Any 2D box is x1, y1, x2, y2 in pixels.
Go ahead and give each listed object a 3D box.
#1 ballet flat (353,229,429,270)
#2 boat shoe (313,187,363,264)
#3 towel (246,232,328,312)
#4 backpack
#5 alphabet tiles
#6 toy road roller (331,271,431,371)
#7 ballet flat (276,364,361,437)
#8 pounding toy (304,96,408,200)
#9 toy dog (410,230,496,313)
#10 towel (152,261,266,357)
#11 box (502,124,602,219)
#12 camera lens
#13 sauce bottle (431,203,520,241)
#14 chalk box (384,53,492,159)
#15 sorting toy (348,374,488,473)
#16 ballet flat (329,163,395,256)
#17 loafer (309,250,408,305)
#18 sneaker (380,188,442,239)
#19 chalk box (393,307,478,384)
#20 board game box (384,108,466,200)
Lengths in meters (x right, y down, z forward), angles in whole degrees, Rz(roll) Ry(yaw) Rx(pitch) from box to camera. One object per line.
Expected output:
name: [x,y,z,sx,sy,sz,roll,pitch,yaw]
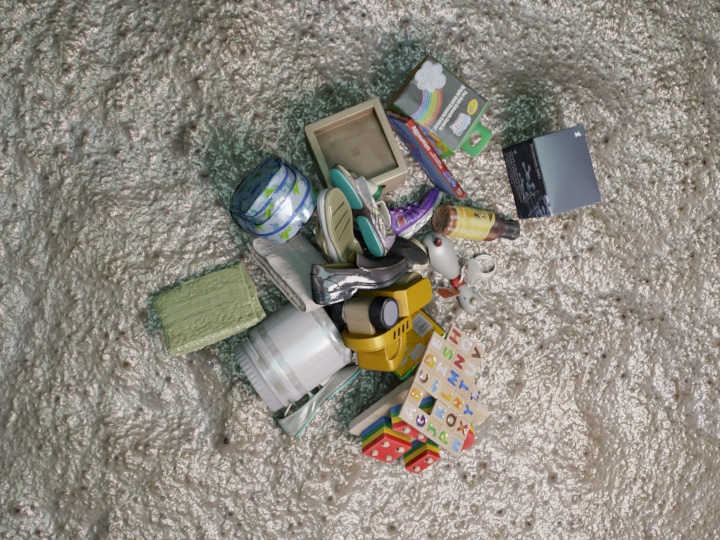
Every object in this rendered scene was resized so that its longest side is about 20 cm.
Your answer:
ballet flat: [0.039,-0.036,1.623,0.197,0.067,0.057,15,134,17]
boat shoe: [-0.052,-0.069,1.537,0.067,0.202,0.075,14,50,29]
towel: [-0.115,-0.004,1.584,0.200,0.131,0.035,45,129,26]
backpack: [-0.159,-0.129,1.552,0.163,0.200,0.154,-45,133,-3]
alphabet tiles: [0.161,0.211,1.527,0.167,0.007,0.202,37,67,-30]
toy road roller: [0.045,0.096,1.560,0.199,0.121,0.149,-31,116,-49]
ballet flat: [-0.086,0.242,1.660,0.064,0.067,0.200,45,86,1]
pounding toy: [-0.015,-0.191,1.634,0.181,0.142,0.203,-22,83,-5]
toy dog: [0.184,-0.009,1.672,0.198,0.096,0.133,34,87,-7]
towel: [-0.290,0.075,1.610,0.197,0.037,0.150,-22,58,-8]
box: [0.369,-0.187,1.639,0.105,0.200,0.151,-15,93,-7]
camera lens: [-0.124,0.151,1.603,0.199,0.160,0.161,-35,96,-5]
sauce bottle: [0.233,-0.091,1.663,0.197,0.066,0.067,5,91,-36]
chalk box: [0.164,-0.303,1.649,0.199,0.124,0.126,37,86,-8]
sorting toy: [0.114,0.305,1.597,0.198,0.070,0.198,27,129,-31]
ballet flat: [0.010,-0.122,1.543,0.071,0.072,0.202,-31,117,-6]
loafer: [0.000,0.000,1.514,0.197,0.072,0.074,-19,107,-28]
sneaker: [0.079,-0.102,1.667,0.199,0.081,0.084,-39,90,-4]
chalk box: [0.135,0.183,1.638,0.124,0.124,0.200,-43,131,-2]
board game box: [0.124,-0.222,1.619,0.019,0.103,0.200,-43,120,-5]
